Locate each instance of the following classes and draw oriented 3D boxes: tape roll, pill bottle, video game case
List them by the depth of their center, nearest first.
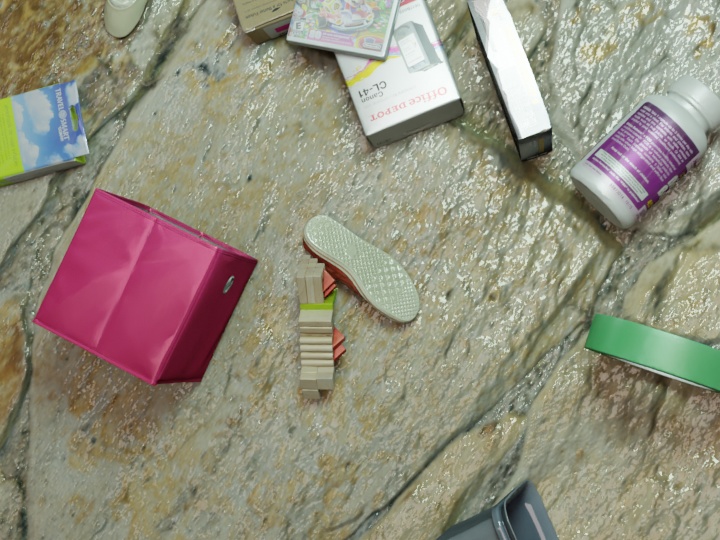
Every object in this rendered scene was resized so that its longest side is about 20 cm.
[{"bbox_3d":[0.385,0.108,1.353,0.200,0.200,0.048,19,89,11],"label":"tape roll"},{"bbox_3d":[0.384,-0.160,1.421,0.200,0.112,0.112,-45,80,4],"label":"pill bottle"},{"bbox_3d":[-0.010,-0.397,1.475,0.143,0.018,0.200,13,85,13],"label":"video game case"}]

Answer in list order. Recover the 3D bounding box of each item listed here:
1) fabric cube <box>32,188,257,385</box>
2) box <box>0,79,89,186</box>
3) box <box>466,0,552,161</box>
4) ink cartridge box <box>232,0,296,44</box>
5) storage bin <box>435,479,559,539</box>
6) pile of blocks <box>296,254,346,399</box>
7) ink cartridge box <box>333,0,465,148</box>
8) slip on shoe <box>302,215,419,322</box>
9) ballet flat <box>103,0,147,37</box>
[{"bbox_3d":[-0.288,0.027,1.480,0.200,0.196,0.200,25,90,10],"label":"fabric cube"},{"bbox_3d":[-0.501,-0.202,1.611,0.200,0.048,0.122,-13,84,8],"label":"box"},{"bbox_3d":[0.202,-0.258,1.437,0.048,0.158,0.200,-20,81,8],"label":"box"},{"bbox_3d":[-0.093,-0.441,1.546,0.200,0.075,0.165,-18,84,7],"label":"ink cartridge box"},{"bbox_3d":[0.172,0.371,1.382,0.134,0.200,0.146,-26,81,18],"label":"storage bin"},{"bbox_3d":[-0.050,0.079,1.497,0.062,0.082,0.200,0,100,7],"label":"pile of blocks"},{"bbox_3d":[0.045,-0.295,1.505,0.147,0.086,0.200,-21,80,7],"label":"ink cartridge box"},{"bbox_3d":[0.000,0.000,1.505,0.200,0.061,0.074,38,68,-2],"label":"slip on shoe"},{"bbox_3d":[-0.339,-0.448,1.595,0.069,0.069,0.200,21,90,11],"label":"ballet flat"}]
